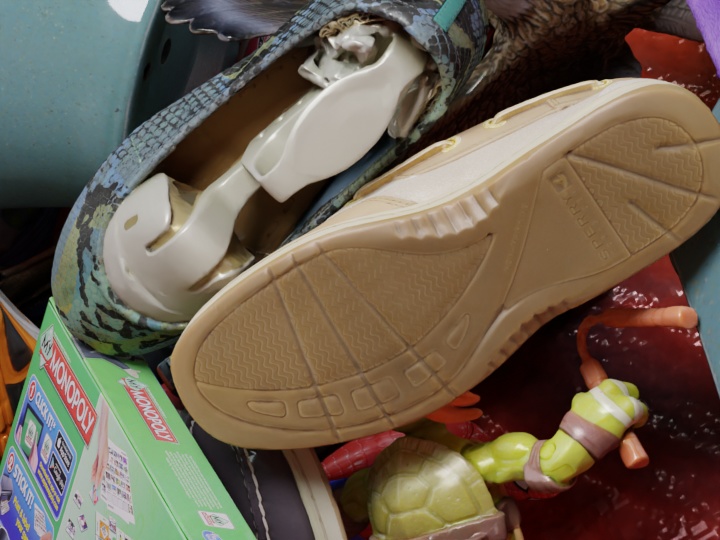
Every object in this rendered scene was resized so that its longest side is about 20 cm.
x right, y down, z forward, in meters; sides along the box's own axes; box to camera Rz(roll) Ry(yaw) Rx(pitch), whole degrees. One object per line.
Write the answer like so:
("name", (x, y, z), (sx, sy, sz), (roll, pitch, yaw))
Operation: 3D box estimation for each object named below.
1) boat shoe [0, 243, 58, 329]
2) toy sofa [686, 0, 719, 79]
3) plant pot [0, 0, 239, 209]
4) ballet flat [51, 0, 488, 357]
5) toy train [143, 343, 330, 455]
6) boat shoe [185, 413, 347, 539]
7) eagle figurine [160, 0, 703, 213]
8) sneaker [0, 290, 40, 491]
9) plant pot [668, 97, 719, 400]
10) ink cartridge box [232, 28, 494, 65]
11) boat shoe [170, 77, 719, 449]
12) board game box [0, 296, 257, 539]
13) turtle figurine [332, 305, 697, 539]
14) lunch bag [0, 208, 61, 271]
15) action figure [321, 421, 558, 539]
("boat shoe", (-0.157, 0.035, 1.170), (0.200, 0.072, 0.072), (-34, 48, 3))
("toy sofa", (0.127, -0.116, 0.874), (0.083, 0.098, 0.200), (-38, 45, 23))
("plant pot", (-0.151, -0.112, 1.112), (0.188, 0.200, 0.200), (17, 65, 12))
("ballet flat", (-0.039, -0.032, 0.947), (0.200, 0.074, 0.074), (-45, 45, 22))
("toy train", (0.000, 0.000, 1.097), (0.200, 0.085, 0.114), (-35, 71, 0))
("boat shoe", (-0.040, 0.141, 0.969), (0.065, 0.201, 0.072), (-10, 6, -28))
("eagle figurine", (0.047, -0.087, 1.020), (0.200, 0.151, 0.152), (-31, 36, 15))
("sneaker", (-0.154, 0.033, 1.095), (0.076, 0.200, 0.092), (-37, 33, -5))
("plant pot", (0.219, 0.000, 0.921), (0.200, 0.196, 0.197), (-30, 48, 19))
("ink cartridge box", (-0.014, -0.164, 1.181), (0.200, 0.085, 0.148), (59, 135, 40))
("boat shoe", (0.030, -0.004, 0.934), (0.200, 0.074, 0.069), (-26, 14, 6))
("board game box", (-0.093, 0.111, 0.984), (0.200, 0.029, 0.135), (51, 126, 59))
("turtle figurine", (0.043, 0.093, 0.960), (0.200, 0.064, 0.162), (-17, 95, 31))
("lunch bag", (-0.236, -0.050, 1.267), (0.200, 0.082, 0.161), (-26, 50, 10))
("action figure", (-0.013, 0.098, 1.056), (0.200, 0.066, 0.052), (-18, 29, 18))
